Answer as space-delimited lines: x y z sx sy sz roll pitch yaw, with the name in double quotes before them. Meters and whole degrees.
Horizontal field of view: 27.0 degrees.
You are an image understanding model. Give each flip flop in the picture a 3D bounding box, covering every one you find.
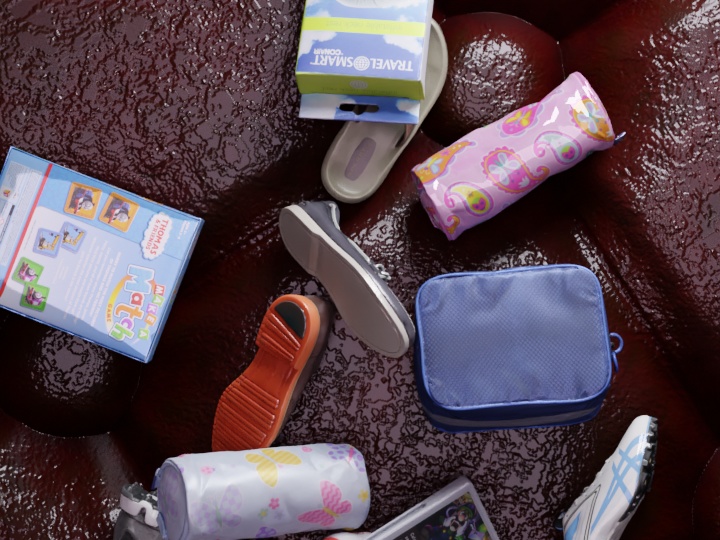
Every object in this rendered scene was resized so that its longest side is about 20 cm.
"flip flop" 0.023 -0.159 1.457 0.081 0.058 0.200 29 89 1

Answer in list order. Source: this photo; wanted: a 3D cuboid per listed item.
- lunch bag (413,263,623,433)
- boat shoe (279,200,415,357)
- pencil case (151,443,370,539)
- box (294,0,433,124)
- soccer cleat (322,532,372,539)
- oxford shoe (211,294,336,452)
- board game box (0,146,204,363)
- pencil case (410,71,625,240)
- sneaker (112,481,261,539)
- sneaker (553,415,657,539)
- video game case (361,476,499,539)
"lunch bag" 0.150 0.076 1.417 0.200 0.132 0.136 -3 73 2
"boat shoe" 0.000 0.000 1.417 0.063 0.073 0.200 -20 52 -30
"pencil case" -0.090 0.212 1.403 0.200 0.083 0.091 -3 123 -26
"box" 0.007 -0.241 1.429 0.122 0.048 0.200 4 69 8
"soccer cleat" -0.020 0.344 1.446 0.069 0.085 0.200 20 109 41
"oxford shoe" -0.078 0.114 1.449 0.071 0.073 0.200 38 111 25
"board game box" -0.273 -0.015 1.469 0.200 0.037 0.151 21 89 2
"pencil case" 0.148 -0.109 1.445 0.200 0.087 0.088 -30 89 -1
"sneaker" -0.153 0.283 1.450 0.200 0.066 0.091 23 92 5
"sneaker" 0.231 0.227 1.445 0.072 0.072 0.200 23 83 21
"video game case" 0.064 0.321 1.415 0.182 0.023 0.200 -30 110 -12
